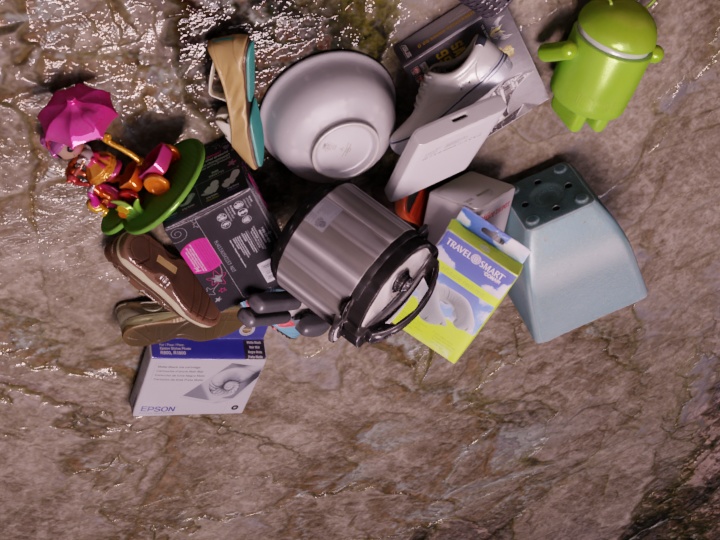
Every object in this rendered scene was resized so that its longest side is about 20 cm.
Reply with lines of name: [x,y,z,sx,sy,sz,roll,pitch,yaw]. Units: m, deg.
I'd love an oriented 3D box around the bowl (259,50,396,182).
bowl: [-0.031,-0.188,1.460,0.200,0.091,0.202,-14,138,-13]

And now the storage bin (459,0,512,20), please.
storage bin: [0.167,-0.418,1.274,0.093,0.136,0.200,24,121,-40]

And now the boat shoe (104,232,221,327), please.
boat shoe: [-0.286,0.014,1.560,0.074,0.075,0.202,-11,134,38]

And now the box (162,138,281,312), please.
box: [-0.187,-0.063,1.499,0.131,0.115,0.200,-25,141,0]

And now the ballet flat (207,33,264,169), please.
ballet flat: [-0.162,-0.219,1.398,0.062,0.069,0.201,3,132,4]

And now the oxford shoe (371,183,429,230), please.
oxford shoe: [0.083,-0.091,1.648,0.200,0.072,0.072,37,71,-58]

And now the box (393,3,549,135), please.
box: [0.157,-0.271,1.492,0.158,0.049,0.200,-30,139,8]

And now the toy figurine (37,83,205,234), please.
toy figurine: [-0.329,-0.150,1.361,0.199,0.151,0.184,-22,131,37]

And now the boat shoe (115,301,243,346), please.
boat shoe: [-0.270,0.068,1.647,0.199,0.063,0.073,-9,142,-24]

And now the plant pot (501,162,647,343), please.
plant pot: [0.310,-0.048,1.700,0.195,0.197,0.201,-24,131,1]

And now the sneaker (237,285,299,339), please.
sneaker: [-0.134,0.028,1.663,0.096,0.079,0.200,-45,144,8]

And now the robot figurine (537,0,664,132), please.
robot figurine: [0.338,-0.292,1.503,0.174,0.116,0.201,-3,135,-24]

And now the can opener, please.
can opener: [-0.101,0.065,1.585,0.053,0.067,0.200,-52,161,17]

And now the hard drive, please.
hard drive: [0.109,-0.161,1.445,0.131,0.027,0.200,-25,168,-16]

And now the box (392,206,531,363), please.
box: [0.140,0.023,1.541,0.122,0.048,0.201,33,120,2]

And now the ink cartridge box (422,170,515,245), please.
ink cartridge box: [0.150,-0.033,1.630,0.144,0.084,0.201,-31,138,-54]

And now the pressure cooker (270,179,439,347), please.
pressure cooker: [0.000,-0.001,1.447,0.177,0.199,0.178,-60,162,19]

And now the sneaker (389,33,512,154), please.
sneaker: [0.106,-0.235,1.429,0.200,0.073,0.071,-39,108,22]

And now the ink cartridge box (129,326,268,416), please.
ink cartridge box: [-0.258,0.159,1.754,0.198,0.041,0.201,2,133,-27]
